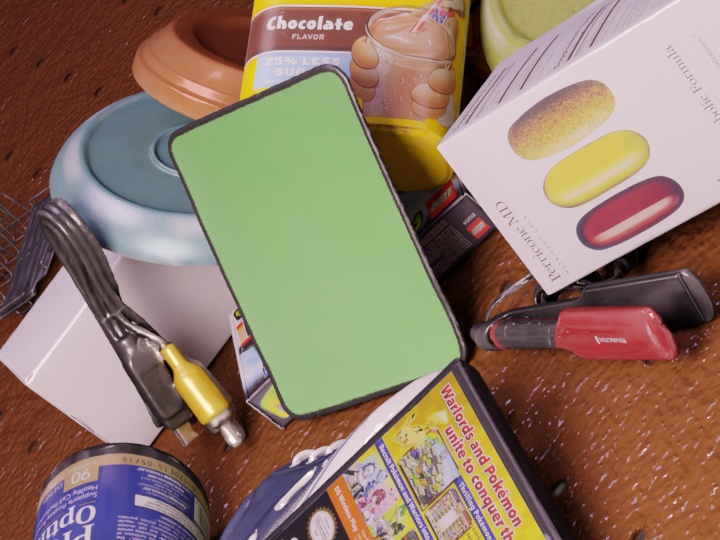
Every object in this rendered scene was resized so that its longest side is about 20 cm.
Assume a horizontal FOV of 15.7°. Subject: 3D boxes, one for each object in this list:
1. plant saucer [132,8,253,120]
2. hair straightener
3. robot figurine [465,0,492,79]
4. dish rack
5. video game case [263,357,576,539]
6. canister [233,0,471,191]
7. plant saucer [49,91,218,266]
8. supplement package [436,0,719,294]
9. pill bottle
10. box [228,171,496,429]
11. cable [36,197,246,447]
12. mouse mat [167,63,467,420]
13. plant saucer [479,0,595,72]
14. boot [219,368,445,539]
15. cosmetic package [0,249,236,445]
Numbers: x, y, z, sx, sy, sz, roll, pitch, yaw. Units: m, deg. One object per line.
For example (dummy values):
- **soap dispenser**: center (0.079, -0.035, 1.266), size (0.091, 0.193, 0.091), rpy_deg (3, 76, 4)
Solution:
- **plant saucer**: center (-0.054, -0.135, 1.772), size (0.200, 0.198, 0.038), rpy_deg (-122, 40, -62)
- **hair straightener**: center (0.131, 0.022, 1.468), size (0.077, 0.041, 0.200), rpy_deg (-42, 14, -28)
- **robot figurine**: center (0.115, -0.221, 1.757), size (0.201, 0.058, 0.145), rpy_deg (-55, 29, -7)
- **dish rack**: center (-0.324, 0.003, 2.174), size (0.199, 0.054, 0.154), rpy_deg (-32, 33, 33)
- **video game case**: center (0.031, 0.173, 1.375), size (0.181, 0.025, 0.200), rpy_deg (-44, 44, 15)
- **canister**: center (0.000, -0.155, 1.664), size (0.147, 0.087, 0.201), rpy_deg (3, 60, 7)
- **plant saucer**: center (-0.107, -0.071, 1.734), size (0.201, 0.198, 0.028), rpy_deg (-95, 6, -54)
- **supplement package**: center (0.161, -0.093, 1.438), size (0.199, 0.114, 0.110), rpy_deg (-31, 13, 36)
- **pill bottle**: center (-0.146, 0.207, 1.574), size (0.112, 0.112, 0.201), rpy_deg (-39, 29, 23)
- **box**: center (0.000, 0.000, 1.688), size (0.200, 0.035, 0.110), rpy_deg (-44, 28, 15)
- **cable**: center (-0.144, 0.034, 1.699), size (0.050, 0.201, 0.097), rpy_deg (-33, 11, -14)
- **mouse mat**: center (-0.028, -0.014, 1.594), size (0.160, 0.201, 0.008), rpy_deg (-19, 8, 41)
- **plant saucer**: center (0.153, -0.193, 1.632), size (0.199, 0.031, 0.201), rpy_deg (-20, 51, 27)
- **boot**: center (-0.011, 0.120, 1.510), size (0.200, 0.073, 0.090), rpy_deg (-48, 32, 8)
- **cosmetic package**: center (-0.146, 0.018, 1.818), size (0.200, 0.107, 0.085), rpy_deg (-52, 26, -4)
